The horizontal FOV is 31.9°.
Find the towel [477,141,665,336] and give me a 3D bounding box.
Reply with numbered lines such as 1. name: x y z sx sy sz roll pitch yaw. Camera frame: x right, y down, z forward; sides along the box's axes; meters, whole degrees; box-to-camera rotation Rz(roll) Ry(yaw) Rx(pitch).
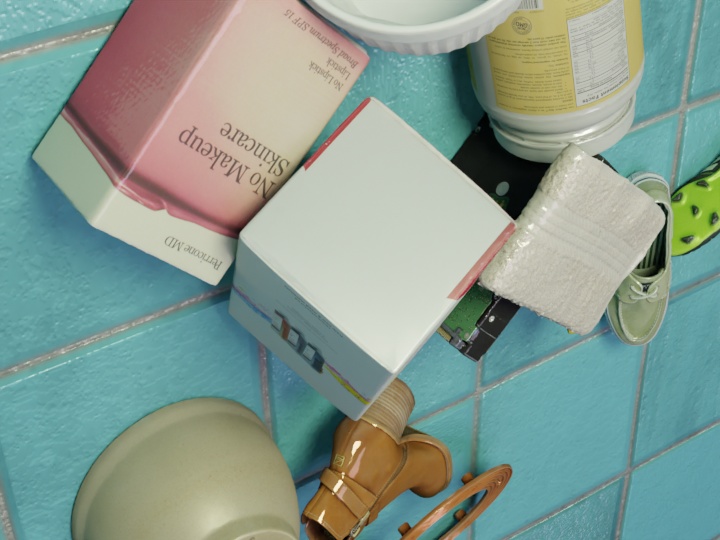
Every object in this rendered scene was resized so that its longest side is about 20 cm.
1. towel: 0.179 -0.019 1.028 0.199 0.034 0.133 20 105 -55

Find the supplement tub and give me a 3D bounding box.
1. supplement tub: 0.151 -0.202 1.002 0.145 0.145 0.201 -32 135 -17

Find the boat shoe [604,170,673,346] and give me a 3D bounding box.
1. boat shoe: 0.286 -0.002 1.295 0.071 0.062 0.202 -2 120 5

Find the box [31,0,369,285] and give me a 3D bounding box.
1. box: -0.111 -0.114 0.878 0.127 0.109 0.201 28 99 -46

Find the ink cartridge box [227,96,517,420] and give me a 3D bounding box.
1. ink cartridge box: 0.000 0.000 0.944 0.146 0.144 0.200 -49 176 -17

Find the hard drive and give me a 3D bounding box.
1. hard drive: 0.113 -0.039 1.088 0.201 0.140 0.038 -53 137 4

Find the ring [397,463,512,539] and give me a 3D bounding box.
1. ring: 0.079 0.266 1.317 0.199 0.019 0.201 -35 158 -16

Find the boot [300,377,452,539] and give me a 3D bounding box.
1. boot: 0.016 0.208 1.179 0.156 0.076 0.201 -60 153 -24

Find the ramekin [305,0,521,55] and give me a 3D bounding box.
1. ramekin: 0.039 -0.242 0.851 0.201 0.200 0.105 -49 170 1

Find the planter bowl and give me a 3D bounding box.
1. planter bowl: -0.130 0.230 1.083 0.198 0.135 0.202 -21 130 -27

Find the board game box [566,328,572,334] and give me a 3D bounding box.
1. board game box: 0.190 -0.046 1.179 0.030 0.096 0.202 -9 130 -1

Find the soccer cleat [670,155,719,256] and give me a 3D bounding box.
1. soccer cleat: 0.390 -0.088 1.336 0.200 0.067 0.081 -50 150 1
